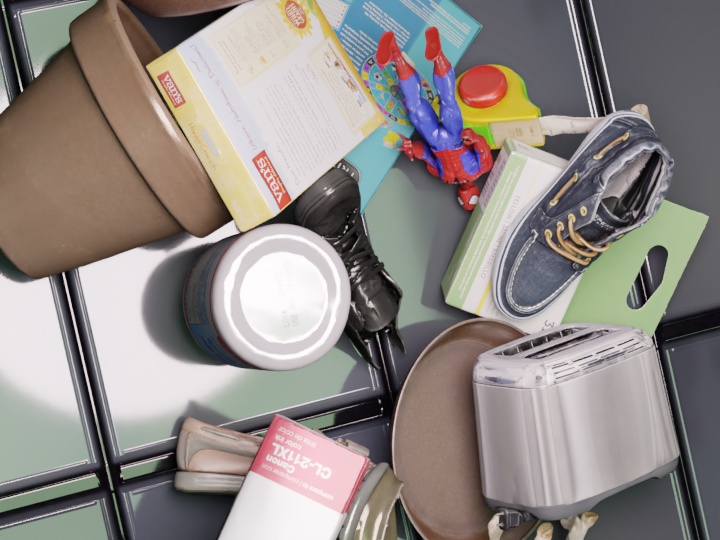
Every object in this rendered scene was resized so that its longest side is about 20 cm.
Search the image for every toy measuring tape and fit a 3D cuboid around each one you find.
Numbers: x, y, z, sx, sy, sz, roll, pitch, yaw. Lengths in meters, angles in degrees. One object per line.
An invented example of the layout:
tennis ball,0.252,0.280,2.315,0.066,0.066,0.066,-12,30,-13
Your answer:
toy measuring tape,0.145,-0.142,1.616,0.198,0.074,0.074,-3,89,15

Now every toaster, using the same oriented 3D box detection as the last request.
toaster,0.168,0.121,1.569,0.199,0.113,0.131,-17,102,-36

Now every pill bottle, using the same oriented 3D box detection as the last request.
pill bottle,-0.081,0.023,1.502,0.108,0.200,0.110,1,88,-14

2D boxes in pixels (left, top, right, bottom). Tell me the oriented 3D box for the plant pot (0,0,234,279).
plant pot,-0.213,-0.087,1.494,0.174,0.200,0.201,-30,96,5

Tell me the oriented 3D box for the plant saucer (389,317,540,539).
plant saucer,0.093,0.141,1.601,0.199,0.032,0.203,1,89,-39

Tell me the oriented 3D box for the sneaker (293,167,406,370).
sneaker,-0.002,0.002,1.545,0.060,0.200,0.104,-35,71,-17

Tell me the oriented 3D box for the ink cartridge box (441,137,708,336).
ink cartridge box,0.186,-0.010,1.628,0.198,0.048,0.147,20,107,-12

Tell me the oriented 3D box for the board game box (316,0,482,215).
board game box,-0.014,-0.167,1.598,0.151,0.047,0.201,36,80,-18

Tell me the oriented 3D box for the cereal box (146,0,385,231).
cereal box,-0.069,-0.134,1.471,0.145,0.039,0.200,60,36,-9

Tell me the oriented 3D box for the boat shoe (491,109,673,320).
boat shoe,0.175,-0.035,1.543,0.070,0.091,0.201,29,105,-16

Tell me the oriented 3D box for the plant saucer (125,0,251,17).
plant saucer,-0.099,-0.241,1.516,0.199,0.200,0.035,-22,111,-14

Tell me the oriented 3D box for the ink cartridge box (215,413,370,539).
ink cartridge box,-0.073,0.223,1.453,0.082,0.146,0.201,25,78,0

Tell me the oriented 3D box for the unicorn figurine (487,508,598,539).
unicorn figurine,0.161,0.267,1.615,0.198,0.074,0.139,4,104,-26

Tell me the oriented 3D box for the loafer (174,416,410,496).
loafer,-0.054,0.155,1.576,0.198,0.072,0.064,3,81,-12

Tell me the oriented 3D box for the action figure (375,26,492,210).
action figure,0.066,-0.115,1.570,0.065,0.200,0.052,-8,54,17

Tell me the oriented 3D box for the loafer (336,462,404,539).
loafer,0.005,0.251,1.498,0.069,0.075,0.202,16,79,-2
